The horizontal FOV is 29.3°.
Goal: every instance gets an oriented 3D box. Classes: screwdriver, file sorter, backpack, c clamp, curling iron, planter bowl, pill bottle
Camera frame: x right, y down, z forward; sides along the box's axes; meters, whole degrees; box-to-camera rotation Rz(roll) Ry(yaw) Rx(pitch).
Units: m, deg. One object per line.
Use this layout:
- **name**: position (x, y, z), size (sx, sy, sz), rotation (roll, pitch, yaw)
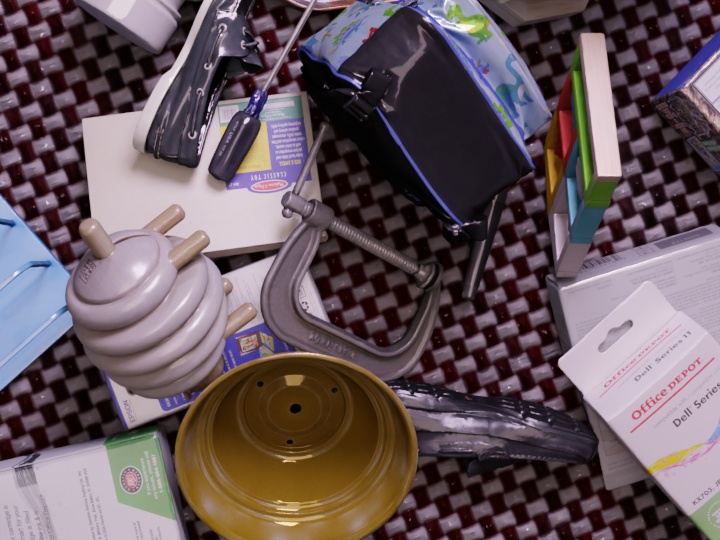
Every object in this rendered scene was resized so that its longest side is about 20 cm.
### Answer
- **screwdriver**: position (-0.074, -0.166, 1.154), size (0.028, 0.029, 0.201), rotation (27, 90, -32)
- **file sorter**: position (-0.342, 0.002, 1.133), size (0.139, 0.123, 0.200), rotation (-41, 93, -2)
- **backpack**: position (0.051, -0.146, 1.117), size (0.147, 0.200, 0.183), rotation (-42, 114, -3)
- **c clamp**: position (0.000, 0.000, 1.167), size (0.199, 0.027, 0.172), rotation (34, 84, -31)
- **curling iron**: position (0.112, -0.074, 1.208), size (0.049, 0.025, 0.202), rotation (9, 94, -44)
- **planter bowl**: position (-0.054, 0.135, 1.157), size (0.198, 0.084, 0.202), rotation (-2, 118, -3)
- **pill bottle**: position (-0.154, -0.290, 1.148), size (0.114, 0.114, 0.201), rotation (32, 88, -3)

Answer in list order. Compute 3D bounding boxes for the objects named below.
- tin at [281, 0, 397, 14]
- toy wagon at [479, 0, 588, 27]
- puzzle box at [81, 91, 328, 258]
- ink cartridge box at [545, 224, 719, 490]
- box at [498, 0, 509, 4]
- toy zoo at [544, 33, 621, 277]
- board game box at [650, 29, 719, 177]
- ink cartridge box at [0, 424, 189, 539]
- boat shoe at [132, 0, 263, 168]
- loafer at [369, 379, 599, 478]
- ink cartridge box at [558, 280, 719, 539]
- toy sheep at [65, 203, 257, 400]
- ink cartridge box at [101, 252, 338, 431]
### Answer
- **tin**: position (0.008, -0.285, 1.198), size (0.198, 0.042, 0.113), rotation (-6, 95, -4)
- **toy wagon**: position (0.140, -0.315, 1.185), size (0.154, 0.040, 0.202), rotation (-15, 90, -26)
- **puzzle box**: position (-0.133, -0.076, 1.180), size (0.198, 0.025, 0.134), rotation (-7, 77, -3)
- **ink cartridge box**: position (0.265, 0.077, 1.222), size (0.159, 0.047, 0.202), rotation (-17, 108, -4)
- **box**: position (0.193, -0.316, 1.077), size (0.176, 0.200, 0.097), rotation (-39, 103, -24)
- **toy zoo**: position (0.178, -0.083, 1.138), size (0.020, 0.200, 0.132), rotation (0, 64, -4)
- **board game box**: position (0.384, -0.135, 1.193), size (0.159, 0.097, 0.200), rotation (-44, 93, -3)
- **ink cartridge box**: position (-0.250, 0.224, 1.159), size (0.198, 0.083, 0.148), rotation (-12, 91, -4)
- **boat shoe**: position (-0.116, -0.176, 1.150), size (0.066, 0.075, 0.200), rotation (28, 82, 5)
- **loafer**: position (0.106, 0.145, 1.194), size (0.199, 0.068, 0.071), rotation (10, 100, 0)
- **ink cartridge box**: position (0.275, 0.120, 1.174), size (0.117, 0.067, 0.200), rotation (-42, 107, 3)
- **toy sheep**: position (-0.167, 0.027, 1.101), size (0.137, 0.138, 0.201), rotation (-33, 127, -3)
- **ink cartridge box**: position (-0.127, 0.058, 1.191), size (0.199, 0.037, 0.095), rotation (-22, 92, -6)
